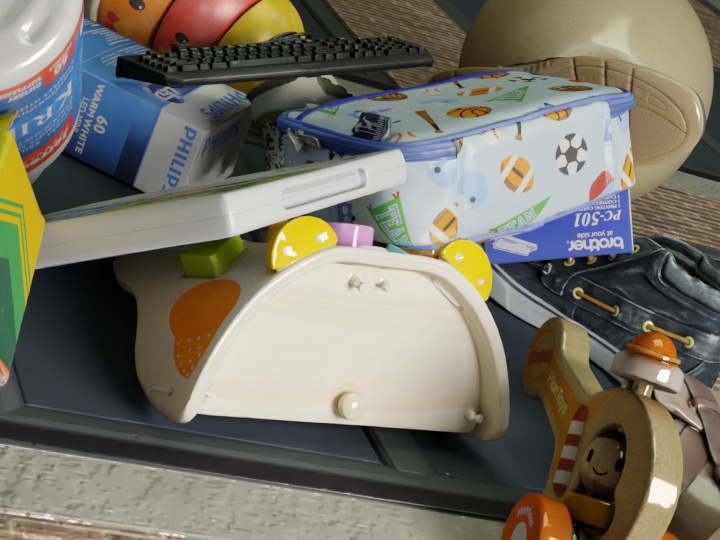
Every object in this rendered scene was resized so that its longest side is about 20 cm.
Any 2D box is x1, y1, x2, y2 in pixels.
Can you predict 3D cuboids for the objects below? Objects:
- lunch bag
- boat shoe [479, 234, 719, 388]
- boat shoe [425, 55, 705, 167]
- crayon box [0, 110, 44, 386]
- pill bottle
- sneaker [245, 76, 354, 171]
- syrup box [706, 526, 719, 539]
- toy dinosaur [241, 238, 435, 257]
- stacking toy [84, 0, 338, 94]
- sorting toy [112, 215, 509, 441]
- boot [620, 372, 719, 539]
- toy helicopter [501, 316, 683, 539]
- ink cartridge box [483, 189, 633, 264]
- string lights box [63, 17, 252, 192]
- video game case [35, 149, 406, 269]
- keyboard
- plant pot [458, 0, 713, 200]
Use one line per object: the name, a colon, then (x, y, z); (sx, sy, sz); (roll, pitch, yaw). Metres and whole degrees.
lunch bag: (0.051, -0.071, 1.038); (0.199, 0.076, 0.160); (-13, 20, -31)
boat shoe: (0.160, 0.005, 1.148); (0.200, 0.091, 0.071); (35, 23, 28)
boat shoe: (0.137, -0.108, 1.150); (0.199, 0.072, 0.065); (3, 17, 34)
crayon box: (-0.205, 0.000, 0.746); (0.126, 0.051, 0.200); (-15, 25, 3)
pill bottle: (-0.197, -0.106, 0.899); (0.112, 0.113, 0.200); (23, -19, -1)
sneaker: (-0.003, -0.052, 1.173); (0.077, 0.089, 0.200); (-13, -30, 43)
syrup box: (0.265, 0.162, 0.872); (0.199, 0.079, 0.082); (10, 40, -32)
toy dinosaur: (0.000, 0.000, 1.069); (0.199, 0.061, 0.106); (7, 0, -42)
stacking toy: (-0.089, -0.174, 1.285); (0.200, 0.146, 0.146); (41, 25, 13)
sorting toy: (-0.042, 0.015, 0.942); (0.199, 0.107, 0.180); (7, 7, -36)
boot: (0.210, 0.096, 0.983); (0.146, 0.070, 0.200); (34, 30, -9)
toy helicopter: (0.117, 0.073, 0.880); (0.079, 0.133, 0.200); (17, 21, -15)
ink cartridge box: (0.127, -0.053, 1.170); (0.093, 0.044, 0.200); (-4, 15, 6)
string lights box: (-0.177, -0.119, 1.137); (0.199, 0.059, 0.103); (27, 21, 8)
video game case: (-0.102, -0.027, 0.892); (0.199, 0.022, 0.182); (-8, 6, 28)
keyboard: (-0.062, -0.137, 1.123); (0.199, 0.021, 0.127); (-8, 14, -33)
plant pot: (0.170, -0.132, 1.319); (0.199, 0.201, 0.135); (23, 16, -1)
